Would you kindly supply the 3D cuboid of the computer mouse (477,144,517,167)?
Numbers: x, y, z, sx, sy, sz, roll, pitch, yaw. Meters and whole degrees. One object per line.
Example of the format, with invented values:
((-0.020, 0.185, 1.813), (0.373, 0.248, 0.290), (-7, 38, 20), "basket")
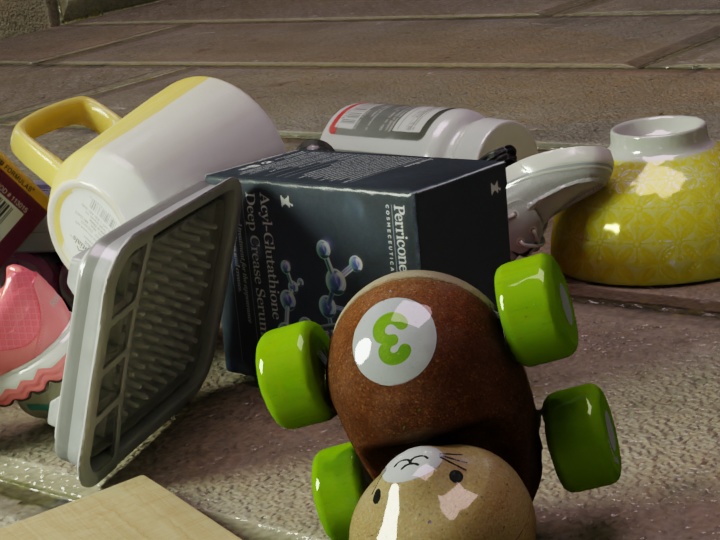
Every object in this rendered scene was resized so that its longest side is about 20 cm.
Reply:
((0.056, -0.058, 1.331), (0.058, 0.034, 0.199), (10, -34, -46), "computer mouse")

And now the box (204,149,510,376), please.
((0.000, 0.000, 1.112), (0.199, 0.150, 0.107), (6, 18, 40), "box")

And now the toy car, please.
((0.035, 0.108, 0.773), (0.163, 0.159, 0.200), (-16, 26, 15), "toy car")

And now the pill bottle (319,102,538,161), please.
((0.063, -0.097, 1.487), (0.199, 0.115, 0.113), (10, 23, 44), "pill bottle")

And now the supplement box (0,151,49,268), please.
((-0.359, -0.080, 1.285), (0.103, 0.131, 0.200), (-50, 36, -9), "supplement box")

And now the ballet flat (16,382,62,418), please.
((-0.194, 0.058, 1.178), (0.069, 0.070, 0.200), (-1, 18, 20), "ballet flat")

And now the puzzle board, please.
((-0.141, 0.169, 0.850), (0.150, 0.018, 0.199), (-18, 19, -29), "puzzle board")

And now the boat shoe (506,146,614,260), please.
((0.116, -0.039, 1.275), (0.199, 0.069, 0.072), (-20, -21, 15), "boat shoe")

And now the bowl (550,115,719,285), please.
((0.251, -0.068, 1.315), (0.198, 0.109, 0.200), (-7, 16, 2), "bowl")

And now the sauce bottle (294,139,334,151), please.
((-0.038, -0.046, 1.356), (0.065, 0.066, 0.201), (-7, 32, 0), "sauce bottle")

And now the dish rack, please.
((-0.144, 0.031, 1.035), (0.043, 0.173, 0.200), (17, 22, 15), "dish rack")

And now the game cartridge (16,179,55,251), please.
((-0.265, -0.049, 1.369), (0.199, 0.042, 0.133), (3, 22, 38), "game cartridge")

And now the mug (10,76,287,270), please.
((-0.167, -0.053, 1.193), (0.185, 0.151, 0.153), (1, 22, 36), "mug")

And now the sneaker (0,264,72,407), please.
((-0.284, 0.063, 1.068), (0.199, 0.087, 0.074), (-31, 24, 1), "sneaker")

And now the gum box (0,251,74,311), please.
((-0.210, -0.003, 1.371), (0.198, 0.067, 0.113), (-2, 15, 20), "gum box")
